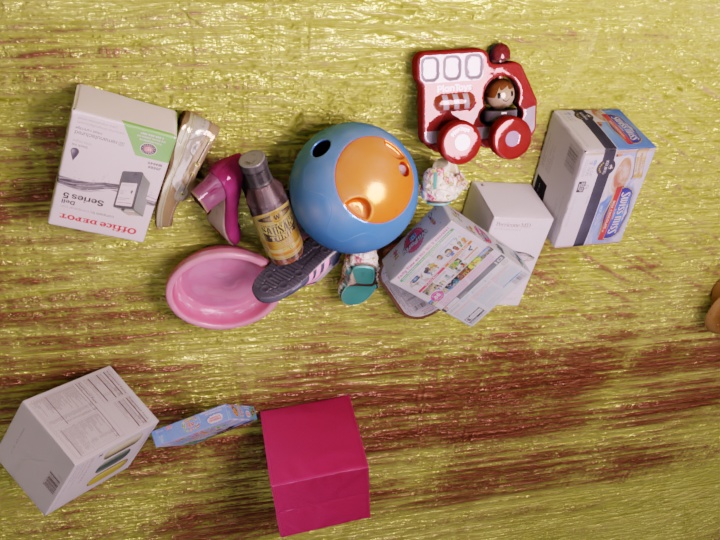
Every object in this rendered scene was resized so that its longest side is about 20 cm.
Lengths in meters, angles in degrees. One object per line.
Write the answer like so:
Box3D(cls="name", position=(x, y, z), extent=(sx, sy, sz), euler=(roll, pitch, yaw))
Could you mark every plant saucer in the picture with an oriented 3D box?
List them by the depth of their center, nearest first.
Box3D(cls="plant saucer", position=(-0.239, 0.024, 1.310), extent=(0.200, 0.051, 0.201), euler=(-8, 139, -7))

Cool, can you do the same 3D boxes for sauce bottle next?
Box3D(cls="sauce bottle", position=(-0.139, -0.093, 1.141), extent=(0.066, 0.066, 0.200), euler=(-18, 138, 0))

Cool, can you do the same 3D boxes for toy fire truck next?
Box3D(cls="toy fire truck", position=(0.180, -0.263, 1.165), extent=(0.199, 0.112, 0.169), euler=(-7, 113, -10))

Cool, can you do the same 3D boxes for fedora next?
Box3D(cls="fedora", position=(0.825, 0.053, 1.618), extent=(0.200, 0.082, 0.201), euler=(-7, 136, -7))

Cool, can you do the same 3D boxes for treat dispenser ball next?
Box3D(cls="treat dispenser ball", position=(-0.010, -0.126, 1.156), extent=(0.200, 0.201, 0.201), euler=(-8, 131, -9))

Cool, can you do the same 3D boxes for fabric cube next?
Box3D(cls="fabric cube", position=(-0.097, 0.415, 1.600), extent=(0.198, 0.197, 0.201), euler=(-10, 131, -9))

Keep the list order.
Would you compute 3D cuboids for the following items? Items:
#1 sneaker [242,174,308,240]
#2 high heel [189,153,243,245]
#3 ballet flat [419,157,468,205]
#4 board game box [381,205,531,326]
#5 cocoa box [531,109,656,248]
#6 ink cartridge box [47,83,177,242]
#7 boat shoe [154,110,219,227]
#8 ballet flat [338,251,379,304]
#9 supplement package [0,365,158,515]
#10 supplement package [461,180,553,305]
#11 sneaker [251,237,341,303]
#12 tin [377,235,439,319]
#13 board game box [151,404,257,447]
Box3D(cls="sneaker", position=(-0.126, -0.120, 1.229), extent=(0.115, 0.076, 0.200), euler=(-23, 138, -9))
Box3D(cls="high heel", position=(-0.201, -0.107, 1.196), extent=(0.096, 0.067, 0.200), euler=(-44, 166, -11))
Box3D(cls="ballet flat", position=(0.136, -0.149, 1.205), extent=(0.075, 0.200, 0.064), euler=(0, 103, 8))
Box3D(cls="board game box", position=(0.160, -0.006, 1.245), extent=(0.200, 0.064, 0.148), euler=(29, 117, -33))
Box3D(cls="cocoa box", position=(0.389, -0.157, 1.283), extent=(0.131, 0.134, 0.201), euler=(-4, 131, -13))
Box3D(cls="ink cartridge box", position=(-0.369, -0.153, 1.113), extent=(0.145, 0.084, 0.200), euler=(12, 126, -23))
Box3D(cls="boat shoe", position=(-0.269, -0.145, 1.155), extent=(0.066, 0.074, 0.200), euler=(14, 125, -19))
Box3D(cls="ballet flat", position=(0.000, 0.000, 1.331), extent=(0.075, 0.064, 0.200), euler=(2, 157, -9))
Box3D(cls="supplement package", position=(-0.510, 0.301, 1.357), extent=(0.152, 0.151, 0.200), euler=(-53, 166, 27))
Box3D(cls="supplement package", position=(0.244, -0.047, 1.350), extent=(0.116, 0.118, 0.201), euler=(1, 129, -15))
Box3D(cls="sneaker", position=(-0.102, 0.010, 1.285), extent=(0.200, 0.070, 0.082), euler=(-36, 150, -31))
Box3D(cls="tin", position=(0.100, 0.017, 1.420), extent=(0.112, 0.042, 0.200), euler=(-30, 131, 6))
Box3D(cls="board game box", position=(-0.304, 0.307, 1.488), extent=(0.151, 0.037, 0.200), euler=(-21, 166, 3))
